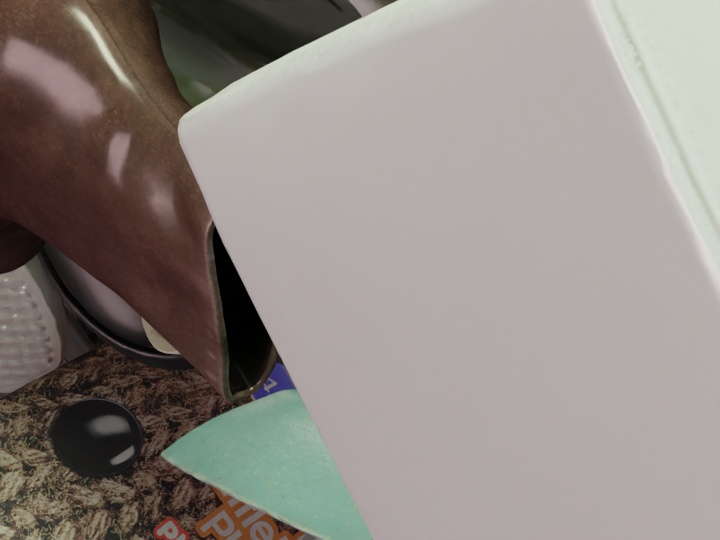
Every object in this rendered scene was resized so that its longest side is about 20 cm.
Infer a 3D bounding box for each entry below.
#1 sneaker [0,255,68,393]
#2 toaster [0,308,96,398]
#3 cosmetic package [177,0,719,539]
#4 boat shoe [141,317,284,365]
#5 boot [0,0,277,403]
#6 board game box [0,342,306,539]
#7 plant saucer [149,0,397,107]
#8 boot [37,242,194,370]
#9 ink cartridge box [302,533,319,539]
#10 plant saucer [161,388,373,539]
[{"bbox_3d":[-0.169,-0.054,1.107,0.073,0.114,0.201,-23,114,25],"label":"sneaker"},{"bbox_3d":[-0.148,0.113,1.296,0.129,0.114,0.200,45,151,30],"label":"toaster"},{"bbox_3d":[0.111,-0.005,0.493,0.167,0.200,0.167,65,157,-5],"label":"cosmetic package"},{"bbox_3d":[0.000,0.002,0.858,0.199,0.066,0.075,-12,77,61],"label":"boat shoe"},{"bbox_3d":[-0.087,-0.017,0.871,0.166,0.072,0.200,51,155,25],"label":"boot"},{"bbox_3d":[-0.104,0.124,1.095,0.160,0.200,0.097,59,157,4],"label":"board game box"},{"bbox_3d":[-0.041,-0.098,0.861,0.200,0.050,0.200,33,161,13],"label":"plant saucer"},{"bbox_3d":[-0.113,-0.071,1.017,0.198,0.073,0.163,58,176,26],"label":"boot"},{"bbox_3d":[0.059,0.150,0.898,0.200,0.057,0.163,29,177,2],"label":"ink cartridge box"},{"bbox_3d":[0.039,0.078,0.837,0.200,0.036,0.200,23,177,1],"label":"plant saucer"}]
